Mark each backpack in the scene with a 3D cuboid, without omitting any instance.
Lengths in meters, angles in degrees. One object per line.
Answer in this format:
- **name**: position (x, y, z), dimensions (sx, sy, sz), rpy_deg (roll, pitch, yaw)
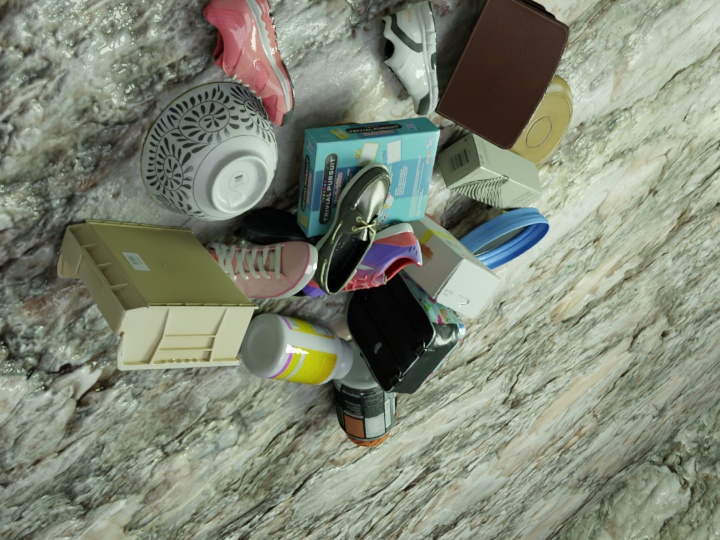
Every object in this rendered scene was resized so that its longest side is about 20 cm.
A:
- **backpack**: position (0.073, 0.092, 1.549), dimensions (0.149, 0.201, 0.178), rpy_deg (2, 133, -49)

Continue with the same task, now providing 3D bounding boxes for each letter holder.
- **letter holder**: position (0.225, -0.304, 1.348), dimensions (0.202, 0.141, 0.101), rpy_deg (-65, 169, 24)

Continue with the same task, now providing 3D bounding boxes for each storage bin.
- **storage bin**: position (-0.269, 0.030, 1.159), dimensions (0.197, 0.200, 0.095), rpy_deg (3, 122, -45)

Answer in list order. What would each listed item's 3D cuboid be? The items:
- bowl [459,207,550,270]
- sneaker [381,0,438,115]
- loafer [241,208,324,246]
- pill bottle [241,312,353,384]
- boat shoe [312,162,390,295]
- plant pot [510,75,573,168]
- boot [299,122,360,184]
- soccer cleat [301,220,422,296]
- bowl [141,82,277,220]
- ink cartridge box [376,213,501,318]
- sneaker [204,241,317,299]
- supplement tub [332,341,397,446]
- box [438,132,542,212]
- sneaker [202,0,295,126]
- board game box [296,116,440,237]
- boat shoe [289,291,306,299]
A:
- **bowl**: position (0.259, -0.053, 1.664), dimensions (0.198, 0.040, 0.201), rpy_deg (-23, 162, -8)
- **sneaker**: position (0.073, -0.306, 1.300), dimensions (0.079, 0.075, 0.201), rpy_deg (-10, 144, 2)
- **loafer**: position (-0.104, -0.045, 1.359), dimensions (0.198, 0.073, 0.073), rpy_deg (3, 127, -44)
- **pill bottle**: position (-0.100, 0.137, 1.503), dimensions (0.199, 0.104, 0.105), rpy_deg (18, 112, -50)
- **boat shoe**: position (-0.008, -0.057, 1.274), dimensions (0.071, 0.060, 0.203), rpy_deg (15, 115, -38)
- **plant pot**: position (0.316, -0.253, 1.604), dimensions (0.198, 0.027, 0.202), rpy_deg (-26, 140, -24)
- **boot**: position (-0.001, -0.160, 1.349), dimensions (0.199, 0.071, 0.146), rpy_deg (-18, 136, -26)
- **soccer cleat**: position (0.000, 0.000, 1.357), dimensions (0.198, 0.074, 0.068), rpy_deg (-28, 159, 9)
- **bowl**: position (-0.181, -0.136, 1.178), dimensions (0.199, 0.094, 0.203), rpy_deg (-25, 138, -24)
- **ink cartridge box**: position (0.121, -0.025, 1.484), dimensions (0.084, 0.200, 0.144), rpy_deg (-52, 143, 11)
- **sneaker**: position (-0.160, -0.003, 1.272), dimensions (0.198, 0.077, 0.104), rpy_deg (-14, 156, 38)
- **supplement tub**: position (0.010, 0.239, 1.690), dimensions (0.121, 0.123, 0.202), rpy_deg (-27, 140, -22)
- **box**: position (0.227, -0.165, 1.537), dimensions (0.082, 0.069, 0.198), rpy_deg (-30, 151, 36)
- **sneaker**: position (-0.144, -0.266, 1.127), dimensions (0.086, 0.074, 0.202), rpy_deg (-25, 133, -10)
- **board game box**: position (0.010, -0.138, 1.300), dimensions (0.197, 0.047, 0.153), rpy_deg (-10, 128, -25)
- **boat shoe**: position (-0.096, 0.015, 1.428), dimensions (0.199, 0.061, 0.072), rpy_deg (3, 126, -45)
